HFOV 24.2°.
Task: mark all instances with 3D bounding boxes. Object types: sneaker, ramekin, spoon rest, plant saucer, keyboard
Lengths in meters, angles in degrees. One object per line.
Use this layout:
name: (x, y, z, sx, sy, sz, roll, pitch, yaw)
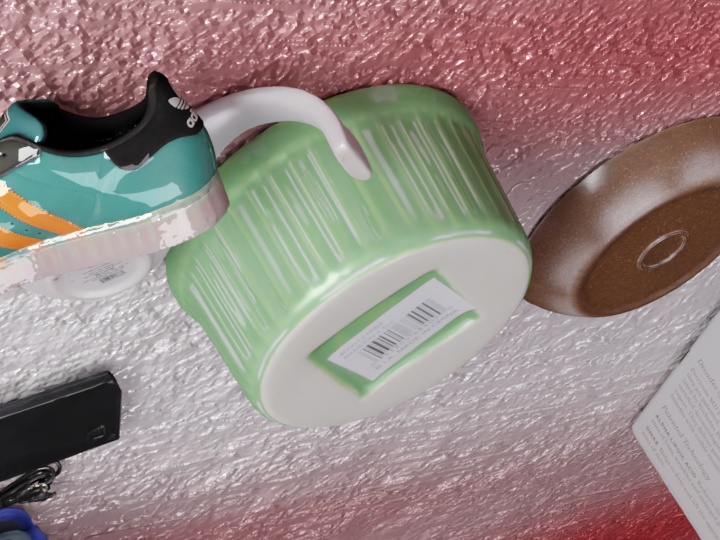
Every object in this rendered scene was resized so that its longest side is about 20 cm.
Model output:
sneaker: (-0.165, -0.037, 0.770, 0.199, 0.071, 0.080, -17, 117, -1)
ramekin: (0.000, 0.000, 0.944, 0.199, 0.098, 0.200, -23, 151, -14)
spoon rest: (-0.095, -0.040, 0.848, 0.199, 0.061, 0.099, -21, 153, 11)
plant saucer: (0.202, -0.026, 1.169, 0.200, 0.037, 0.201, -23, 151, -14)
keyboard: (-0.236, 0.119, 0.996, 0.199, 0.021, 0.127, -18, 148, -22)

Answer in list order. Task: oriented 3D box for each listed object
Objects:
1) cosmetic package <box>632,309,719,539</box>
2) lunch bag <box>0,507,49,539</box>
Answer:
cosmetic package: (0.373, 0.129, 1.448, 0.164, 0.165, 0.200, -14, 148, -30)
lunch bag: (-0.262, 0.232, 1.044, 0.169, 0.128, 0.200, -20, -179, -15)
